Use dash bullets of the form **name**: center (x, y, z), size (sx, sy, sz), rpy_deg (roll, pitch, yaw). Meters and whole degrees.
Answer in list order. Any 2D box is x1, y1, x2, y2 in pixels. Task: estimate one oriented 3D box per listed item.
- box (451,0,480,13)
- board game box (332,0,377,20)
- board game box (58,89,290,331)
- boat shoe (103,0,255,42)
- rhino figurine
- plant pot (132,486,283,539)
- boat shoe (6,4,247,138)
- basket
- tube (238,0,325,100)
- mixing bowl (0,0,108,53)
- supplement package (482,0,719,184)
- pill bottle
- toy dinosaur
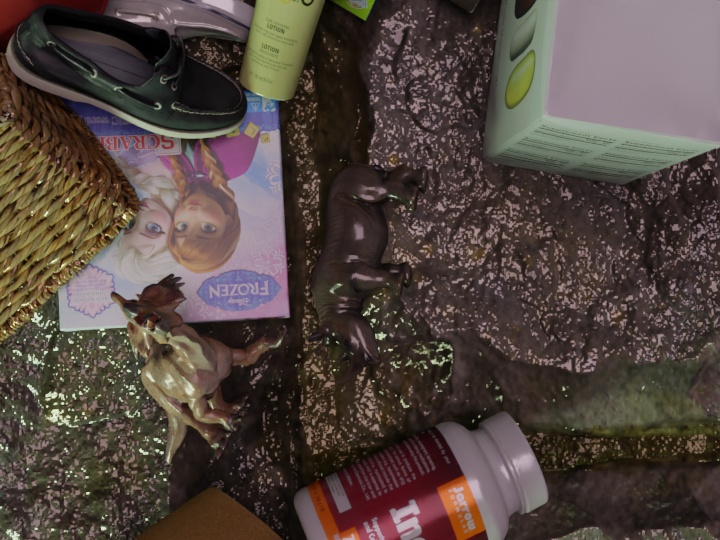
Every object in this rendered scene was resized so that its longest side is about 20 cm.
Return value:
- **box**: center (0.044, -0.326, 0.867), size (0.199, 0.100, 0.075), rpy_deg (32, 65, -4)
- **board game box**: center (-0.053, -0.317, 0.844), size (0.198, 0.135, 0.045), rpy_deg (30, 63, -4)
- **board game box**: center (-0.164, -0.053, 0.868), size (0.197, 0.041, 0.203), rpy_deg (-4, 88, -6)
- **boat shoe**: center (-0.183, -0.218, 0.861), size (0.197, 0.072, 0.067), rpy_deg (13, 90, -5)
- **rhino figurine**: center (0.000, 0.000, 0.873), size (0.086, 0.060, 0.203), rpy_deg (10, 87, 14)
- **plant pot**: center (-0.147, 0.283, 0.798), size (0.186, 0.186, 0.201), rpy_deg (39, 71, -3)
- **boat shoe**: center (-0.172, -0.164, 0.789), size (0.197, 0.066, 0.075), rpy_deg (17, 54, -26)
- **basket**: center (-0.309, -0.060, 0.818), size (0.200, 0.149, 0.143), rpy_deg (-43, 48, 7)
- **tube**: center (-0.053, -0.240, 0.808), size (0.057, 0.052, 0.202), rpy_deg (1, 123, -33)
- **mixing bowl**: center (-0.302, -0.263, 0.780), size (0.198, 0.108, 0.203), rpy_deg (9, 110, 25)
- **supplement package**: center (0.203, -0.190, 0.835), size (0.145, 0.200, 0.194), rpy_deg (8, 86, -6)
- **pill bottle**: center (0.052, 0.199, 0.844), size (0.198, 0.113, 0.114), rpy_deg (-24, 90, -7)
- **toy dinosaur**: center (-0.151, 0.077, 0.820), size (0.134, 0.201, 0.086), rpy_deg (28, 48, -4)
